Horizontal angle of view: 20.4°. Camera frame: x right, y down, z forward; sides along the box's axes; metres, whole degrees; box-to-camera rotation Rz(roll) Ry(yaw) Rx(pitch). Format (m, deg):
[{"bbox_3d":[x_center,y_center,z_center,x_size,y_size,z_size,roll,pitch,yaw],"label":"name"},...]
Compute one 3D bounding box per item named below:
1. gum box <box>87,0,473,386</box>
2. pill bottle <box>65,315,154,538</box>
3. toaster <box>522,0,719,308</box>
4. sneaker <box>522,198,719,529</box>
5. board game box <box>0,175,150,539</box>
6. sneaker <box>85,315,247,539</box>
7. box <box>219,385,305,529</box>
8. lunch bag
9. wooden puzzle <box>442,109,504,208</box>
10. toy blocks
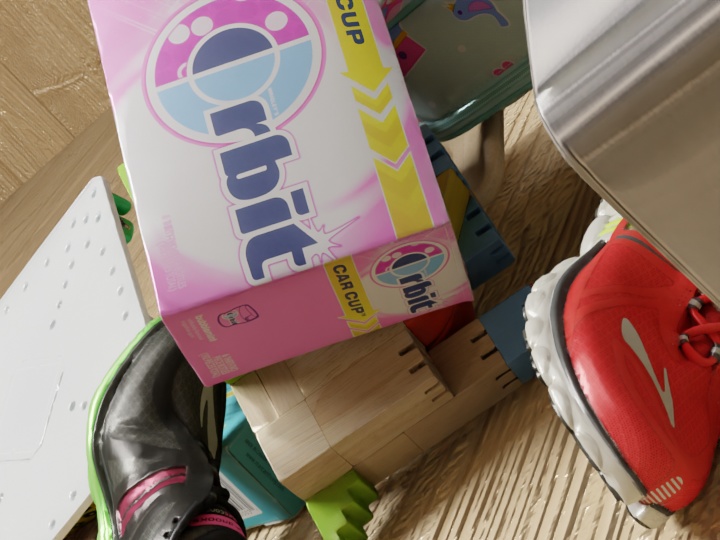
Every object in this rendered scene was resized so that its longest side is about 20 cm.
[{"bbox_3d":[-0.039,-0.069,0.802,0.113,0.201,0.066,-18,-29,3],"label":"gum box"},{"bbox_3d":[-0.196,0.108,1.215,0.200,0.109,0.109,-36,15,35],"label":"pill bottle"},{"bbox_3d":[0.135,-0.066,0.499,0.118,0.200,0.181,-38,25,27],"label":"toaster"},{"bbox_3d":[0.114,0.003,0.666,0.085,0.077,0.200,-30,19,31],"label":"sneaker"},{"bbox_3d":[-0.170,0.079,1.077,0.200,0.026,0.200,-50,35,20],"label":"board game box"},{"bbox_3d":[-0.075,0.111,0.856,0.083,0.077,0.201,-18,55,33],"label":"sneaker"},{"bbox_3d":[-0.015,0.041,1.000,0.082,0.049,0.200,-26,23,55],"label":"box"},{"bbox_3d":[0.077,-0.157,0.906,0.160,0.077,0.201,-38,19,41],"label":"lunch bag"},{"bbox_3d":[-0.001,-0.030,0.981,0.199,0.046,0.186,-34,22,21],"label":"wooden puzzle"},{"bbox_3d":[0.000,0.000,0.841,0.136,0.100,0.201,-35,58,6],"label":"toy blocks"}]
